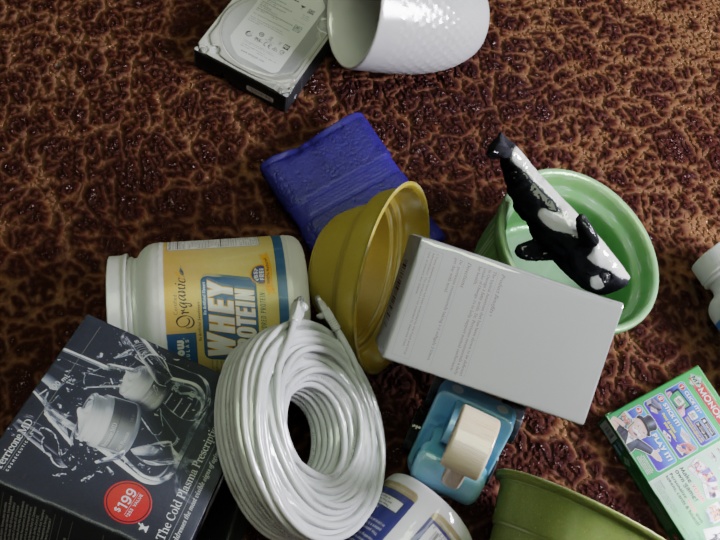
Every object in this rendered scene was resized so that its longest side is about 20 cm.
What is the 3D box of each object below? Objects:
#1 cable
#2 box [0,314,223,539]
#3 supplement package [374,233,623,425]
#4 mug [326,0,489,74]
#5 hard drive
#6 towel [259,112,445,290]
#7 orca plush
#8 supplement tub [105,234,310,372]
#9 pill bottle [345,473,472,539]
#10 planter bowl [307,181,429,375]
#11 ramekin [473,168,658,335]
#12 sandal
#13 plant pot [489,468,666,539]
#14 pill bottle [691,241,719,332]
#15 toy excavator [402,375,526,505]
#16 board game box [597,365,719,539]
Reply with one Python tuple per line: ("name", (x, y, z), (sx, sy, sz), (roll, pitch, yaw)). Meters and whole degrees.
("cable", (-0.054, 0.147, 0.896), (0.201, 0.069, 0.200), (60, 35, -18))
("box", (-0.214, 0.170, 0.876), (0.180, 0.105, 0.201), (23, 40, -1))
("supplement package", (0.126, 0.051, 0.930), (0.198, 0.117, 0.118), (19, 92, -3))
("mug", (0.057, -0.338, 1.237), (0.173, 0.148, 0.201), (-1, 47, -28))
("hard drive", (-0.105, -0.313, 1.261), (0.139, 0.038, 0.201), (28, 62, 7))
("towel", (-0.010, -0.075, 1.150), (0.147, 0.050, 0.201), (-29, 70, -12))
("orca plush", (0.183, -0.042, 0.989), (0.071, 0.105, 0.200), (-42, 110, 2))
("supplement tub", (-0.156, 0.041, 1.012), (0.197, 0.145, 0.146), (-4, 63, -9))
("pill bottle", (0.006, 0.299, 0.920), (0.111, 0.111, 0.200), (41, 65, 14))
("planter bowl", (0.000, 0.000, 1.020), (0.083, 0.201, 0.202), (13, 60, 21))
("ramekin", (0.221, -0.003, 1.089), (0.198, 0.098, 0.202), (11, 58, -18))
("sandal", (-0.107, 0.207, 0.985), (0.048, 0.075, 0.202), (35, 60, -27))
("plant pot", (0.178, 0.317, 0.909), (0.198, 0.200, 0.191), (26, 76, 7))
("pill bottle", (0.465, 0.056, 1.103), (0.111, 0.113, 0.201), (-24, 68, -18))
("toy excavator", (0.096, 0.169, 0.927), (0.099, 0.196, 0.200), (23, 34, 4))
("board game box", (0.366, 0.218, 1.054), (0.133, 0.029, 0.201), (-22, 68, -18))
